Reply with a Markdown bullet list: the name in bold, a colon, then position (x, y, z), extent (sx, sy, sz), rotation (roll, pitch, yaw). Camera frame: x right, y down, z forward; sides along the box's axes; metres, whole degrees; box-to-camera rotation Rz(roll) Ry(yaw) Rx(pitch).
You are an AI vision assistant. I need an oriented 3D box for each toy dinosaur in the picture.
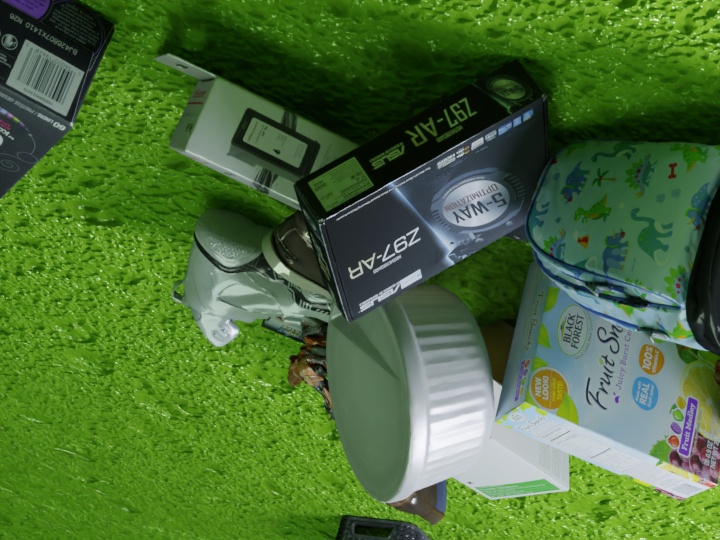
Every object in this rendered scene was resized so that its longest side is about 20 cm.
- **toy dinosaur**: position (-0.019, 0.102, 1.499), extent (0.136, 0.102, 0.200), rotation (43, 174, -18)

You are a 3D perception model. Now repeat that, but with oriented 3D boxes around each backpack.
- **backpack**: position (0.224, -0.028, 1.100), extent (0.153, 0.164, 0.200), rotation (25, 174, -27)

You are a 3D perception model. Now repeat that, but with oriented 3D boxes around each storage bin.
- **storage bin**: position (0.050, 0.459, 2.176), extent (0.134, 0.094, 0.200), rotation (0, 148, 29)

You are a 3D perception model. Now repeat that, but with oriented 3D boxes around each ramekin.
- **ramekin**: position (0.046, 0.103, 1.302), extent (0.093, 0.204, 0.203), rotation (-8, 161, -21)

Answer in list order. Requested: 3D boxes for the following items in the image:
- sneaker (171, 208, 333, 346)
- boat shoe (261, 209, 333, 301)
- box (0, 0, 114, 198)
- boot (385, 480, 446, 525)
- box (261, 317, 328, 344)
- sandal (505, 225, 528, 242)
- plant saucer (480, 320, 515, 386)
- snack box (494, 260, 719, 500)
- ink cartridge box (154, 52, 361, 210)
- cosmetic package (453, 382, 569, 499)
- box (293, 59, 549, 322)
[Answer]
- **sneaker**: position (-0.090, 0.028, 1.422), extent (0.199, 0.075, 0.115), rotation (27, 122, -8)
- **boat shoe**: position (0.000, 0.000, 1.372), extent (0.199, 0.072, 0.059), rotation (28, 125, -31)
- **box**: position (-0.311, -0.157, 1.213), extent (0.122, 0.107, 0.200), rotation (29, 151, -21)
- **boot**: position (0.037, 0.192, 1.584), extent (0.074, 0.201, 0.097), rotation (-32, 133, 16)
- **box**: position (0.003, 0.065, 1.525), extent (0.199, 0.035, 0.110), rotation (23, 153, -12)
- **sandal**: position (0.198, -0.021, 1.237), extent (0.198, 0.048, 0.076), rotation (11, 153, 13)
- **plant saucer**: position (0.208, 0.107, 1.400), extent (0.198, 0.049, 0.200), rotation (22, -176, -12)
- **snack box**: position (0.235, 0.091, 1.292), extent (0.198, 0.170, 0.068), rotation (22, 151, -11)
- **ink cartridge box**: position (-0.087, -0.105, 1.178), extent (0.199, 0.068, 0.116), rotation (25, 179, -15)
- **cosmetic package**: position (0.143, 0.181, 1.568), extent (0.107, 0.086, 0.200), rotation (-12, 152, 31)
- **box**: position (0.054, -0.058, 1.119), extent (0.199, 0.044, 0.161), rotation (-29, 150, -9)
